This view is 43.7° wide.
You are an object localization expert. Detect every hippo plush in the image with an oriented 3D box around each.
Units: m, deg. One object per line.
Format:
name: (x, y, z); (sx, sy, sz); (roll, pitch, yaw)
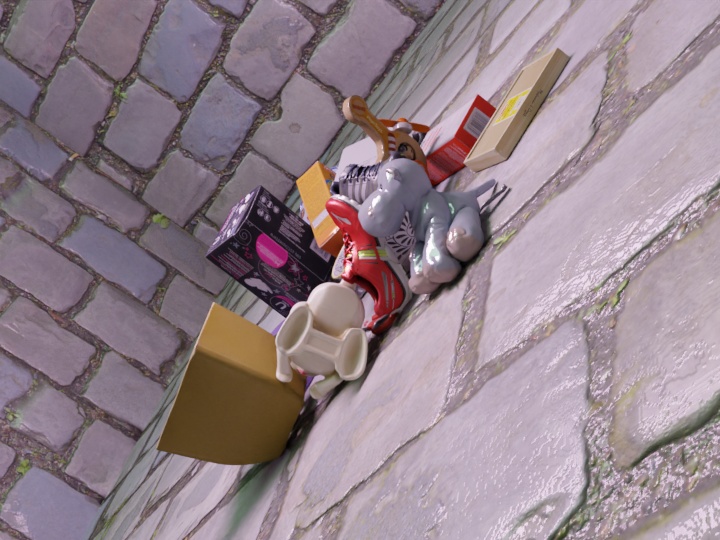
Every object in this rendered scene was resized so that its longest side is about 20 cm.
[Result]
hippo plush: (0.089, -0.083, 1.262); (0.201, 0.160, 0.159); (-54, 11, 6)

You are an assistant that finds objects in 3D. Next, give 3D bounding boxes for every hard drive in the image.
hard drive: (0.018, -0.212, 1.705); (0.131, 0.026, 0.201); (-22, 23, 16)

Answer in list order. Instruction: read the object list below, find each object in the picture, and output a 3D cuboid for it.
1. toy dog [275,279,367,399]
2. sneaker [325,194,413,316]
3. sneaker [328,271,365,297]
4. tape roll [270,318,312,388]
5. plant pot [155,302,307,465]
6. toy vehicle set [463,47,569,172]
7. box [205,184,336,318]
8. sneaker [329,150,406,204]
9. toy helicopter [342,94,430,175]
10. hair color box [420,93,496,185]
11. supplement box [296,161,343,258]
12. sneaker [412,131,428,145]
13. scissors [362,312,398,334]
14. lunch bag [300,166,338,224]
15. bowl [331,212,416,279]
toy dog: (-0.069, 0.102, 1.423); (0.200, 0.138, 0.196); (124, 158, -67)
sneaker: (0.000, -0.022, 1.344); (0.084, 0.201, 0.077); (-33, -5, -17)
sneaker: (0.000, 0.000, 1.670); (0.200, 0.075, 0.082); (-45, -1, 21)
tape roll: (-0.157, 0.196, 1.675); (0.201, 0.085, 0.200); (-51, 11, 15)
plant pot: (-0.197, 0.203, 1.483); (0.195, 0.198, 0.197); (-91, 23, -71)
toy vehicle set: (0.248, -0.255, 1.437); (0.201, 0.026, 0.124); (-57, 11, -10)
box: (-0.158, -0.032, 1.636); (0.114, 0.199, 0.133); (-28, 30, 46)
sneaker: (0.008, -0.148, 1.505); (0.200, 0.081, 0.074); (-38, 20, 54)
toy helicopter: (0.047, -0.232, 1.545); (0.078, 0.200, 0.133); (-15, 41, 47)
hair color box: (0.165, -0.229, 1.616); (0.102, 0.061, 0.200); (-60, 13, -20)
supplement box: (-0.058, -0.113, 1.666); (0.069, 0.066, 0.201); (-44, 41, 20)
sneaker: (0.093, -0.190, 1.736); (0.201, 0.086, 0.080); (-60, 11, -20)
scissors: (0.012, 0.090, 1.454); (0.200, 0.014, 0.074); (-37, 23, 53)
lunch bag: (-0.045, -0.094, 1.762); (0.160, 0.075, 0.202); (-40, 48, 33)
bowl: (0.047, -0.046, 1.497); (0.201, 0.094, 0.201); (-52, 12, 16)
